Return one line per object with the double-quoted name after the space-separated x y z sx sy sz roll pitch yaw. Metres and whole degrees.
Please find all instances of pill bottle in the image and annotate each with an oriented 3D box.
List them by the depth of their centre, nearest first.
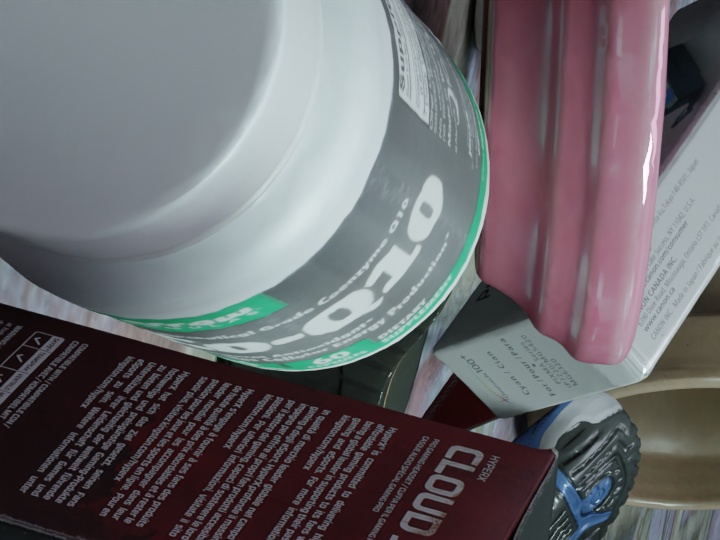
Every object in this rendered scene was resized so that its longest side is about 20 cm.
-0.039 -0.039 0.623 0.200 0.113 0.113 30 75 -74 "pill bottle"

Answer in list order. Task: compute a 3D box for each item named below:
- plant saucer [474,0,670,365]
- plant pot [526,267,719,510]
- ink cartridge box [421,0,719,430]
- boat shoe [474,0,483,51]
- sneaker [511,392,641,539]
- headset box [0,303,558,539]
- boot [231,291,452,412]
0.063 -0.072 0.770 0.201 0.051 0.201 3 90 -88 "plant saucer"
0.194 0.025 1.436 0.200 0.200 0.175 73 17 -62 "plant pot"
0.094 -0.024 0.965 0.200 0.045 0.176 -52 -165 -30 "ink cartridge box"
0.108 -0.158 1.160 0.200 0.057 0.067 -61 158 -45 "boat shoe"
0.033 0.105 0.963 0.076 0.077 0.200 -15 152 -47 "sneaker"
-0.050 0.096 0.532 0.077 0.200 0.149 -53 152 -55 "headset box"
0.000 0.000 0.903 0.138 0.077 0.200 -56 168 -64 "boot"
